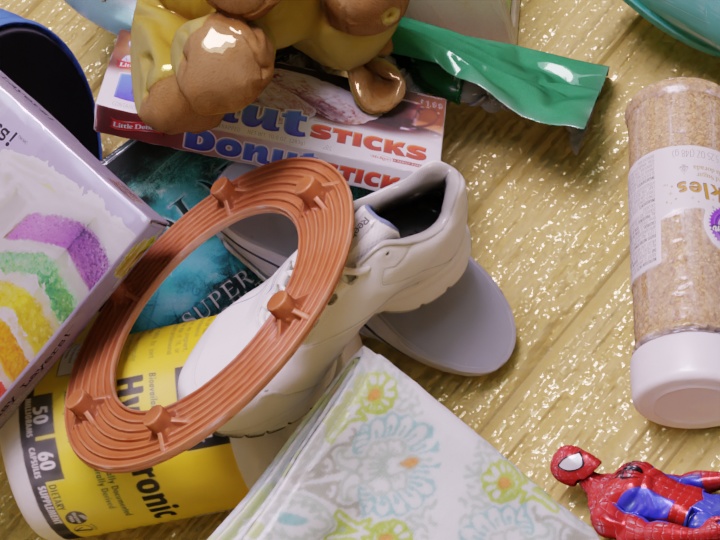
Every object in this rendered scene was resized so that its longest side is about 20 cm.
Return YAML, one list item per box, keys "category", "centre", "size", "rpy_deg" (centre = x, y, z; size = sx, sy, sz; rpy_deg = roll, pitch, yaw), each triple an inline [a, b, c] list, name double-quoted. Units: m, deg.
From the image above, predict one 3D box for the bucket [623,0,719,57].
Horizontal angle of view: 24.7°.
- category: "bucket"
  centre: [0.241, -0.222, 0.975]
  size: [0.207, 0.207, 0.135]
  rpy_deg: [-41, 59, -10]

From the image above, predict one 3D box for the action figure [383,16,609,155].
- category: "action figure"
  centre: [0.049, -0.126, 1.021]
  size: [0.199, 0.055, 0.118]
  rpy_deg: [19, 21, 8]

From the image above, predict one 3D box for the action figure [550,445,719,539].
- category: "action figure"
  centre: [0.191, 0.131, 0.858]
  size: [0.199, 0.052, 0.065]
  rpy_deg: [15, 34, 26]

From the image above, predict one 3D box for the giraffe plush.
- category: "giraffe plush"
  centre: [-0.040, -0.157, 0.923]
  size: [0.200, 0.161, 0.173]
  rpy_deg: [-152, 68, -63]

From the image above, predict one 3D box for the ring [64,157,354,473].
- category: "ring"
  centre: [-0.085, 0.016, 0.853]
  size: [0.200, 0.019, 0.201]
  rpy_deg: [-31, 32, 23]

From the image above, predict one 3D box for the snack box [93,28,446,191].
- category: "snack box"
  centre: [-0.050, -0.090, 0.957]
  size: [0.199, 0.024, 0.072]
  rpy_deg: [12, 46, -4]

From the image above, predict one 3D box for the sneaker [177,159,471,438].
- category: "sneaker"
  centre: [-0.019, 0.007, 0.863]
  size: [0.074, 0.087, 0.200]
  rpy_deg: [40, 65, 18]

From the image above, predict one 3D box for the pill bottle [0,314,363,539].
- category: "pill bottle"
  centre: [-0.095, 0.084, 0.941]
  size: [0.199, 0.111, 0.112]
  rpy_deg: [-12, 57, 9]

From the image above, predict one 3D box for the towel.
- category: "towel"
  centre: [0.024, 0.162, 0.839]
  size: [0.200, 0.048, 0.171]
  rpy_deg: [40, 76, -9]

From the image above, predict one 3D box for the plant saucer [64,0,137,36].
- category: "plant saucer"
  centre: [-0.106, -0.194, 1.091]
  size: [0.199, 0.028, 0.200]
  rpy_deg: [12, 32, -8]

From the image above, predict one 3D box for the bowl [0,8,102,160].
- category: "bowl"
  centre: [-0.224, -0.061, 1.012]
  size: [0.039, 0.201, 0.201]
  rpy_deg: [5, 61, 23]

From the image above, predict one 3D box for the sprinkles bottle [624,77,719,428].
- category: "sprinkles bottle"
  centre: [0.186, -0.013, 0.940]
  size: [0.068, 0.068, 0.201]
  rpy_deg: [-5, 58, 14]

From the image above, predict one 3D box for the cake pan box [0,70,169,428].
- category: "cake pan box"
  centre: [-0.236, -0.021, 0.893]
  size: [0.200, 0.052, 0.184]
  rpy_deg: [42, 91, 6]

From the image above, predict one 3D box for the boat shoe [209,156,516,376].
- category: "boat shoe"
  centre: [0.000, 0.000, 0.975]
  size: [0.200, 0.065, 0.074]
  rpy_deg: [34, 71, -1]

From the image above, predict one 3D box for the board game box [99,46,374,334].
- category: "board game box"
  centre: [-0.085, -0.040, 1.010]
  size: [0.200, 0.135, 0.028]
  rpy_deg: [-38, 15, -7]

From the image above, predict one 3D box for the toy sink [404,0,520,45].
- category: "toy sink"
  centre: [0.052, -0.257, 1.091]
  size: [0.111, 0.131, 0.201]
  rpy_deg: [-3, 58, 15]
